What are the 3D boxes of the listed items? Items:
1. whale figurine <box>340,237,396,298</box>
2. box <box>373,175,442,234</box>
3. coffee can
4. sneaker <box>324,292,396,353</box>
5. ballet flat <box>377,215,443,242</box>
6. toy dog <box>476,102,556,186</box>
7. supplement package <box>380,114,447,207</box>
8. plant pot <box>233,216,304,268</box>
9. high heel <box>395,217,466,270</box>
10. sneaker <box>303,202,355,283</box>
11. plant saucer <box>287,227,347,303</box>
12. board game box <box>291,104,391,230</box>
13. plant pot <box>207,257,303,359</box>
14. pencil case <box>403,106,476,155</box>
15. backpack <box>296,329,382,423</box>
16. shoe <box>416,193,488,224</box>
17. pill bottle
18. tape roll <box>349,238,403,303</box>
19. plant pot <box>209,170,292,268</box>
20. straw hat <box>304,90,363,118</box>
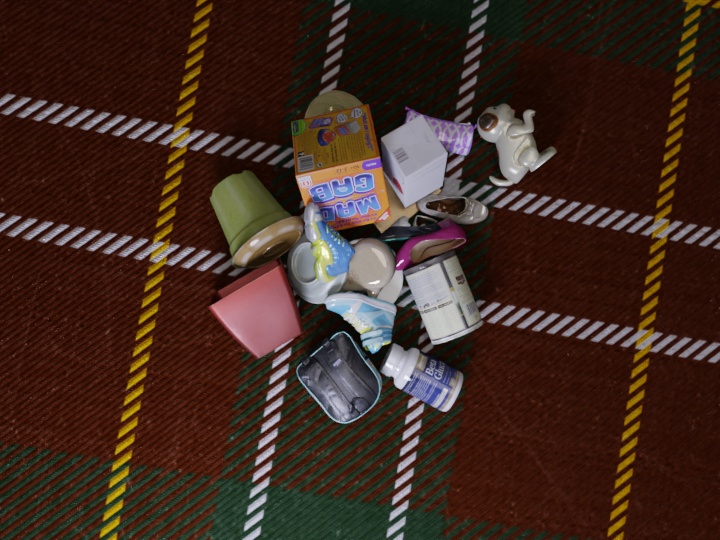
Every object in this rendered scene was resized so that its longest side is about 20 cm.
[{"bbox_3d":[0.000,0.000,1.697,0.199,0.104,0.160,-34,92,21],"label":"whale figurine"},{"bbox_3d":[0.091,-0.210,1.770,0.199,0.021,0.164,-39,91,-4],"label":"box"},{"bbox_3d":[0.210,0.066,1.705,0.144,0.146,0.203,-22,89,-4],"label":"coffee can"},{"bbox_3d":[0.001,0.132,1.650,0.197,0.079,0.133,13,67,-23],"label":"sneaker"},{"bbox_3d":[0.134,-0.108,1.742,0.197,0.073,0.074,-3,88,-16],"label":"ballet flat"},{"bbox_3d":[0.389,-0.342,1.750,0.193,0.139,0.201,-38,91,27],"label":"toy dog"},{"bbox_3d":[0.130,-0.264,1.653,0.119,0.200,0.122,-31,75,-5],"label":"supplement package"},{"bbox_3d":[-0.216,-0.061,1.632,0.199,0.200,0.028,-33,80,-4],"label":"plant pot"},{"bbox_3d":[0.171,-0.051,1.682,0.199,0.096,0.067,-40,126,8],"label":"high heel"},{"bbox_3d":[-0.071,-0.073,1.586,0.103,0.076,0.203,-14,118,-12],"label":"sneaker"},{"bbox_3d":[-0.120,-0.017,1.683,0.198,0.050,0.204,0,90,36],"label":"plant saucer"},{"bbox_3d":[-0.046,-0.243,1.626,0.197,0.201,0.202,-12,49,3],"label":"board game box"},{"bbox_3d":[-0.243,0.100,1.664,0.198,0.200,0.178,-29,100,-4],"label":"plant pot"},{"bbox_3d":[0.203,-0.362,1.749,0.197,0.084,0.087,11,122,-4],"label":"pencil case"},{"bbox_3d":[-0.043,0.272,1.680,0.175,0.153,0.201,-39,80,-2],"label":"backpack"},{"bbox_3d":[0.247,-0.160,1.753,0.197,0.053,0.071,6,92,-12],"label":"shoe"},{"bbox_3d":[0.153,0.267,1.712,0.198,0.111,0.112,27,87,-2],"label":"pill bottle"},{"bbox_3d":[0.014,0.017,1.751,0.199,0.037,0.207,0,88,-3],"label":"tape roll"},{"bbox_3d":[-0.278,-0.139,1.677,0.199,0.201,0.186,-33,78,-4],"label":"plant pot"},{"bbox_3d":[-0.058,-0.378,1.735,0.197,0.085,0.205,0,88,-4],"label":"straw hat"}]
